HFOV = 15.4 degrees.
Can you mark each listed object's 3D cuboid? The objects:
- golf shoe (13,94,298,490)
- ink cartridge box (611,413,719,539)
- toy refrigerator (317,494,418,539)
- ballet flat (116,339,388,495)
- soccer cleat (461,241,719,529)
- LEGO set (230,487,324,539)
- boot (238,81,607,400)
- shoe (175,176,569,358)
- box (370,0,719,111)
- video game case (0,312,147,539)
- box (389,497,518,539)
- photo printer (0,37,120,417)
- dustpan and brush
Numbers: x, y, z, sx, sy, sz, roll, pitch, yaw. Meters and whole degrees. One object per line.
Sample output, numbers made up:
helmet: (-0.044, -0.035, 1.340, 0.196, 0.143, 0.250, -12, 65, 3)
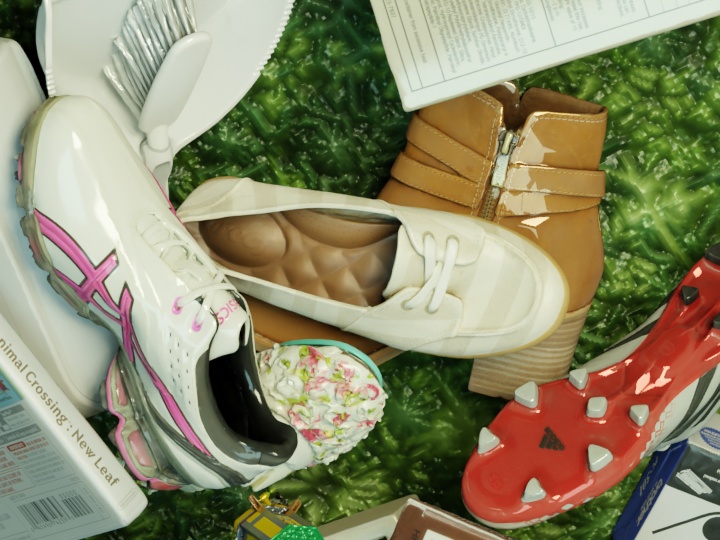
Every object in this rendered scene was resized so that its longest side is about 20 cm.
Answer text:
golf shoe: (-0.089, 0.007, 1.221, 0.092, 0.073, 0.201, -7, 115, 37)
ink cartridge box: (0.242, 0.149, 1.406, 0.199, 0.044, 0.094, 20, 119, -8)
toy refrigerator: (-0.054, 0.190, 1.415, 0.199, 0.070, 0.076, -20, 91, 12)
ballet flat: (-0.058, 0.081, 1.316, 0.076, 0.064, 0.200, 43, 152, -19)
soccer cleat: (0.134, 0.067, 1.311, 0.200, 0.069, 0.085, -40, 151, -15)
LEGO set: (-0.058, 0.203, 1.337, 0.154, 0.116, 0.200, -45, 117, -11)
boot: (0.023, -0.025, 1.309, 0.198, 0.077, 0.156, 12, 112, 8)
shoe: (0.000, 0.000, 1.260, 0.199, 0.053, 0.070, 12, 97, 15)
box: (0.104, -0.147, 1.220, 0.199, 0.078, 0.096, -15, 96, 11)
video game case: (-0.211, 0.064, 1.296, 0.182, 0.022, 0.200, 53, 144, -13)
box: (0.088, 0.176, 1.329, 0.100, 0.200, 0.075, 20, 84, 26)
photo printer: (-0.197, -0.014, 1.289, 0.166, 0.069, 0.201, 3, 125, 40)
dustpan and brush: (-0.098, -0.079, 1.278, 0.139, 0.057, 0.200, -22, 158, -28)
